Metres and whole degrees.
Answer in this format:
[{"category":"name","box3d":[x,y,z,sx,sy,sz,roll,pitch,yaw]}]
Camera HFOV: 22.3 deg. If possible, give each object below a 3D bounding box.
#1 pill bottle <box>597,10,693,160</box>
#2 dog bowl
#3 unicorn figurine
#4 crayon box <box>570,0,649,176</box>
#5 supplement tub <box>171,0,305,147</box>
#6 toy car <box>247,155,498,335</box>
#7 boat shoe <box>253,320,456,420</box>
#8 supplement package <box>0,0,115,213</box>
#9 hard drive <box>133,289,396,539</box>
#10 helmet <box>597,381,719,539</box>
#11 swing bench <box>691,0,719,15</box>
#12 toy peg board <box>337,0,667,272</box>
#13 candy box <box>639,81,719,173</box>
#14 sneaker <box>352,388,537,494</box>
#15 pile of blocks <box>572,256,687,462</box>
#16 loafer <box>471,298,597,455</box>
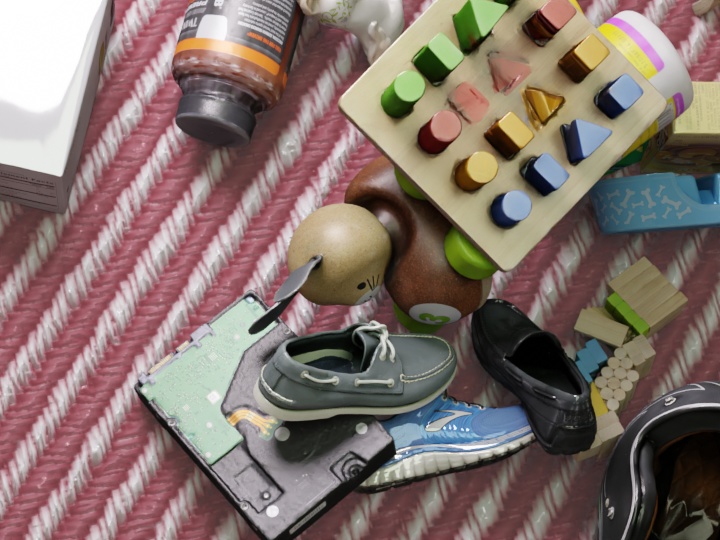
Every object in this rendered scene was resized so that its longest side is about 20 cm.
[{"category":"pill bottle","box3d":[0.181,-0.128,1.574,0.200,0.104,0.104,-36,82,-7]},{"category":"dog bowl","box3d":[0.306,-0.064,1.666,0.198,0.111,0.050,-5,89,-8]},{"category":"unicorn figurine","box3d":[0.012,-0.242,1.678,0.199,0.074,0.138,14,82,-30]},{"category":"crayon box","box3d":[0.168,-0.174,1.687,0.118,0.058,0.201,-22,70,-12]},{"category":"supplement tub","box3d":[-0.108,-0.216,1.653,0.106,0.107,0.201,15,73,-3]},{"category":"toy car","box3d":[0.000,0.000,1.557,0.199,0.164,0.158,-28,80,-27]},{"category":"boat shoe","box3d":[0.005,0.078,1.538,0.199,0.062,0.073,-8,45,-32]},{"category":"supplement package","box3d":[-0.312,-0.174,1.614,0.155,0.111,0.201,13,74,-3]},{"category":"hard drive","box3d":[-0.084,0.127,1.569,0.139,0.038,0.200,-39,64,-15]},{"category":"helmet","box3d":[0.294,0.194,1.545,0.199,0.200,0.192,23,64,-1]},{"category":"swing bench","box3d":[0.365,-0.386,1.746,0.198,0.130,0.201,-32,82,-14]},{"category":"toy peg board","box3d":[0.121,-0.139,1.466,0.199,0.098,0.200,45,83,-2]},{"category":"candy box","box3d":[0.366,-0.130,1.684,0.198,0.115,0.056,-1,76,-7]},{"category":"sneaker","box3d":[0.078,0.132,1.599,0.199,0.079,0.090,-12,79,-10]},{"category":"pile of blocks","box3d":[0.223,0.086,1.642,0.082,0.062,0.201,24,65,12]},{"category":"loafer","box3d":[0.151,0.078,1.579,0.068,0.071,0.201,-6,34,-18]}]
